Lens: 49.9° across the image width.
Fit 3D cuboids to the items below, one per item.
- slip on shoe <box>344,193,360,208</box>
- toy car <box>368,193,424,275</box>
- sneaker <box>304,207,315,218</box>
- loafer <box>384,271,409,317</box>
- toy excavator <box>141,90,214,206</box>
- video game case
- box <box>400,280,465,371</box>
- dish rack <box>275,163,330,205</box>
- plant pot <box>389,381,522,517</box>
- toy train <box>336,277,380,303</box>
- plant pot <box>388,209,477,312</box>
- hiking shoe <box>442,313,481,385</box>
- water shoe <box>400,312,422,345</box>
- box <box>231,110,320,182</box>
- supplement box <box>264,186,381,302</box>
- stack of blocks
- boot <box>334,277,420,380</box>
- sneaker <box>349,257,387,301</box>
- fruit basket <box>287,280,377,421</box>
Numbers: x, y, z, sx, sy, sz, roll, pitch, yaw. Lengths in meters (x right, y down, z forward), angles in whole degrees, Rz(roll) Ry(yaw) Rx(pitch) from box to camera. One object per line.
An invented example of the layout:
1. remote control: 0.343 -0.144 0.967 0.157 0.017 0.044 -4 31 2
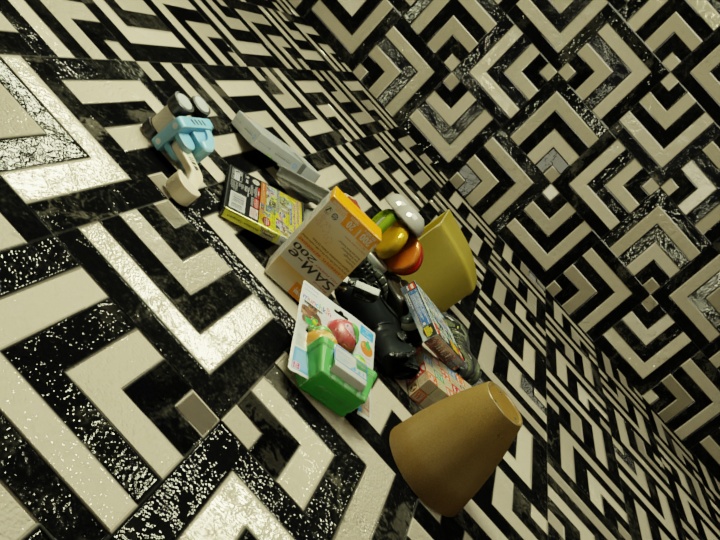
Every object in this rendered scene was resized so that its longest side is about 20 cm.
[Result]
1. slip on shoe: -0.041 -0.149 1.946 0.062 0.074 0.200 52 14 8
2. toy car: 0.078 -0.063 1.782 0.150 0.175 0.200 43 6 -26
3. sneaker: -0.106 -0.079 1.652 0.086 0.078 0.202 30 25 -33
4. loafer: 0.086 0.046 1.758 0.070 0.075 0.201 -2 22 -9
5. toy excavator: -0.323 -0.221 1.442 0.202 0.099 0.194 58 21 4
6. video game case: -0.195 -0.125 1.565 0.178 0.026 0.201 27 25 -19
7. box: 0.159 0.124 1.678 0.200 0.039 0.139 46 19 -56
8. dish rack: -0.099 -0.167 1.774 0.198 0.044 0.171 31 0 24
9. plant pot: 0.183 0.295 1.363 0.186 0.200 0.187 41 19 -17
10. toy train: -0.054 0.016 1.538 0.196 0.046 0.035 23 55 1
11. plant pot: 0.207 -0.010 2.041 0.201 0.194 0.194 52 19 -4
12. hiking shoe: 0.221 0.178 1.863 0.100 0.075 0.202 28 28 -52
13. water shoe: 0.111 0.104 1.815 0.201 0.070 0.080 -91 162 -64
14. box: -0.203 -0.292 1.856 0.199 0.041 0.156 33 10 -40
15. supplement box: -0.069 -0.038 1.455 0.126 0.200 0.074 41 16 -13
16. stack of blocks: 0.182 0.263 1.636 0.199 0.058 0.116 39 21 -25
17. boot: 0.038 0.121 1.570 0.200 0.076 0.169 42 15 -35
18. sneaker: 0.000 0.000 1.683 0.079 0.075 0.203 39 -22 57
19. fruit basket: -0.037 0.132 1.319 0.184 0.093 0.203 38 40 -26
